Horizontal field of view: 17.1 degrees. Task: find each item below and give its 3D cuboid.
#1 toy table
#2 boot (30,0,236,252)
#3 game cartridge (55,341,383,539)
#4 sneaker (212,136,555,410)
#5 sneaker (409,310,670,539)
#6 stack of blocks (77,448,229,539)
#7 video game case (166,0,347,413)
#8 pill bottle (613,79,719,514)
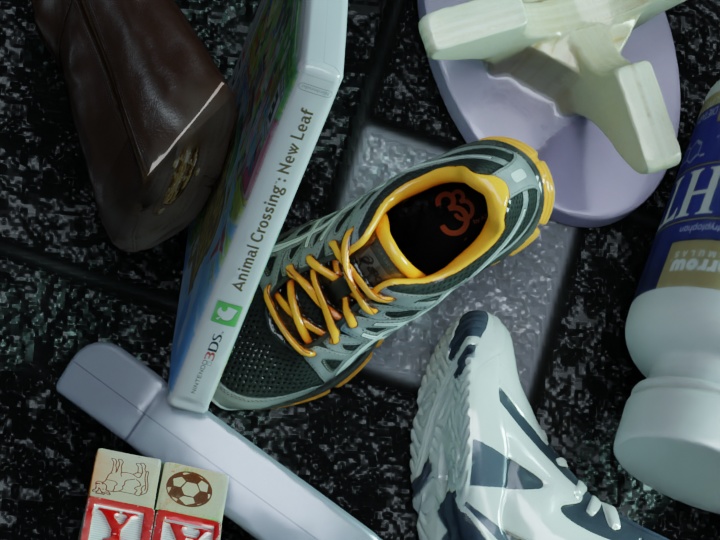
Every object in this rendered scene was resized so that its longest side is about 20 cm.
[{"bbox_3d":[0.105,-0.129,1.200,0.183,0.117,0.201,-28,85,-15],"label":"toy table"},{"bbox_3d":[-0.086,-0.130,1.100,0.064,0.187,0.200,13,33,-28],"label":"boot"},{"bbox_3d":[-0.051,0.101,1.109,0.200,0.133,0.042,36,80,-1],"label":"game cartridge"},{"bbox_3d":[0.000,0.000,1.150,0.200,0.077,0.078,-37,87,10],"label":"sneaker"},{"bbox_3d":[0.099,0.120,1.166,0.129,0.080,0.200,5,64,-22],"label":"sneaker"},{"bbox_3d":[-0.109,0.190,1.045,0.058,0.201,0.115,12,41,-6],"label":"stack of blocks"},{"bbox_3d":[-0.045,-0.065,1.072,0.022,0.183,0.200,17,33,-11],"label":"video game case"},{"bbox_3d":[0.197,0.012,1.174,0.119,0.120,0.201,24,69,-4],"label":"pill bottle"}]
